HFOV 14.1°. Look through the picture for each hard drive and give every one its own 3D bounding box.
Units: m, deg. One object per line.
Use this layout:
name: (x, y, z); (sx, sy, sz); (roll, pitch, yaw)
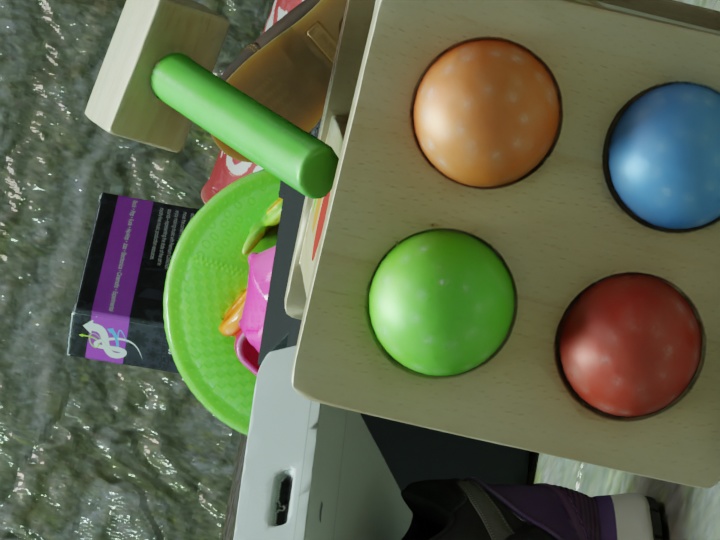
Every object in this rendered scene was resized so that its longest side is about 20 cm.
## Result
hard drive: (0.010, 0.138, 0.916); (0.132, 0.026, 0.200); (-83, -26, -48)

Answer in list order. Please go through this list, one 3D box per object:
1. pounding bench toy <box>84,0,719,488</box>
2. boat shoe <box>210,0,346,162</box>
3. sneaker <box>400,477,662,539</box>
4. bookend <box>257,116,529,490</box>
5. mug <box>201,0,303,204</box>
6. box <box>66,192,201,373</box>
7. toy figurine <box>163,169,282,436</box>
pounding bench toy: (0.015, -0.029, 0.852); (0.156, 0.199, 0.125); (-101, 24, -80)
boat shoe: (0.003, -0.130, 1.541); (0.071, 0.200, 0.070); (58, -172, -6)
sneaker: (0.042, 0.123, 0.832); (0.200, 0.087, 0.076); (-90, 13, -69)
bookend: (0.012, 0.036, 1.253); (0.199, 0.092, 0.201); (134, 146, -73)
mug: (0.002, -0.115, 1.922); (0.133, 0.177, 0.201); (-5, -64, -57)
box: (-0.064, 0.018, 1.693); (0.143, 0.199, 0.036); (-85, 5, -61)
toy figurine: (0.000, 0.000, 1.452); (0.200, 0.150, 0.184); (-51, 8, -6)
